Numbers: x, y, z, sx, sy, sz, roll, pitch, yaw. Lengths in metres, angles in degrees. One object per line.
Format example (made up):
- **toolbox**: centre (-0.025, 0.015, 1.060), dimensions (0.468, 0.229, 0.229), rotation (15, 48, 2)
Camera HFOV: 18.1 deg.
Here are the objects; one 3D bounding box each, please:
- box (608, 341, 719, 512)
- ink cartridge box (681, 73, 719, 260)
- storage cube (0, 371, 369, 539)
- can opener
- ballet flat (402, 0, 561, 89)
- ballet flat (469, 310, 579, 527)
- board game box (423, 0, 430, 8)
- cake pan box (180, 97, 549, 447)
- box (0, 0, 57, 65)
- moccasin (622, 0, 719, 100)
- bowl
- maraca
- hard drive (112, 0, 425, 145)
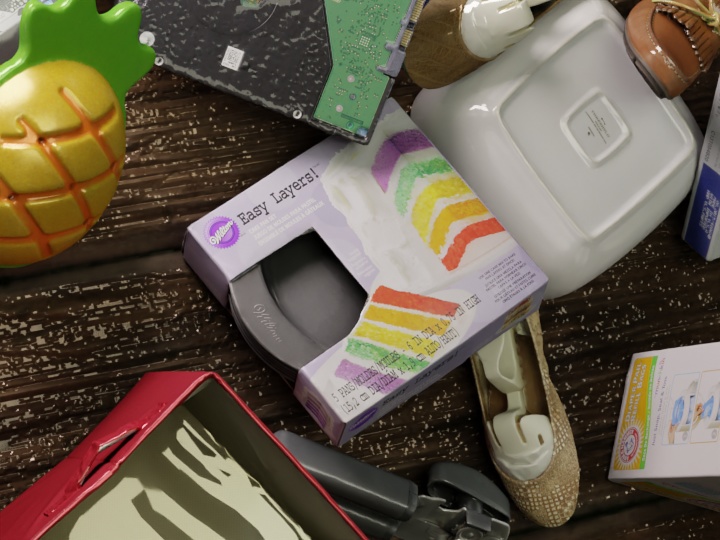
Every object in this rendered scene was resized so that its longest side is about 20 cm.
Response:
- **box**: centre (0.282, 0.116, 1.638), dimensions (0.112, 0.200, 0.102), rotation (17, 77, -22)
- **ink cartridge box**: centre (0.345, -0.117, 1.707), dimensions (0.200, 0.200, 0.041), rotation (-22, 49, -27)
- **storage cube**: centre (-0.120, 0.185, 1.461), dimensions (0.171, 0.180, 0.200), rotation (-44, 102, -15)
- **can opener**: centre (0.018, 0.155, 1.612), dimensions (0.200, 0.053, 0.067), rotation (24, 43, -18)
- **ballet flat**: centre (0.114, -0.198, 1.634), dimensions (0.200, 0.072, 0.068), rotation (-38, 116, -30)
- **ballet flat**: centre (0.108, 0.090, 1.636), dimensions (0.065, 0.070, 0.201), rotation (1, 72, -63)
- **board game box**: centre (0.012, -0.294, 1.659), dimensions (0.200, 0.045, 0.135), rotation (30, 73, -17)
- **cake pan box**: centre (0.000, 0.000, 1.580), dimensions (0.200, 0.052, 0.184), rotation (-32, 72, -22)
- **box**: centre (-0.307, -0.206, 1.509), dimensions (0.158, 0.050, 0.200), rotation (-33, 97, -23)
- **moccasin**: centre (0.251, -0.184, 1.680), dimensions (0.074, 0.078, 0.201), rotation (57, 32, -4)
- **bowl**: centre (0.161, -0.100, 1.684), dimensions (0.200, 0.075, 0.200), rotation (-40, 101, -22)
- **maraca**: centre (-0.208, -0.093, 1.491), dimensions (0.137, 0.107, 0.200), rotation (18, 101, -50)
- **hard drive**: centre (-0.062, -0.185, 1.553), dimensions (0.200, 0.038, 0.140), rotation (19, 98, -13)
